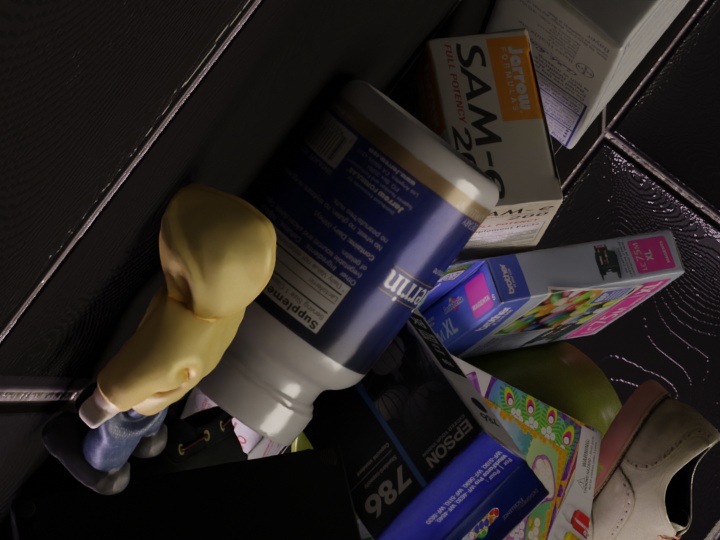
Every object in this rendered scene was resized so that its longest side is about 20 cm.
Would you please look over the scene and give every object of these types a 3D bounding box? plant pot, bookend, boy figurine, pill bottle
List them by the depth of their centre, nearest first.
[{"bbox_3d":[-0.104,0.037,1.233,0.124,0.064,0.200,-45,170,-46],"label":"boy figurine"},{"bbox_3d":[-0.019,-0.003,1.391,0.200,0.116,0.116,-52,174,6],"label":"pill bottle"},{"bbox_3d":[-0.112,0.197,1.445,0.199,0.092,0.199,-9,158,-13],"label":"bookend"},{"bbox_3d":[0.087,0.142,1.702,0.192,0.201,0.201,-23,158,-34],"label":"plant pot"}]

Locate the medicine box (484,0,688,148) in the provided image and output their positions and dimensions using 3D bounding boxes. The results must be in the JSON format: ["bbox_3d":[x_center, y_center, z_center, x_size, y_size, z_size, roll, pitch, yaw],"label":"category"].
[{"bbox_3d":[0.185,-0.216,1.728,0.182,0.103,0.200,-50,174,-17],"label":"medicine box"}]

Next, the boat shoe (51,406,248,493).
[{"bbox_3d":[-0.139,0.126,1.510,0.073,0.063,0.201,-17,177,26],"label":"boat shoe"}]

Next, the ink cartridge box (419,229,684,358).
[{"bbox_3d":[0.115,0.021,1.643,0.199,0.042,0.119,-6,160,-34],"label":"ink cartridge box"}]

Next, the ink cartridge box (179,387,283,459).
[{"bbox_3d":[-0.074,0.091,1.722,0.200,0.068,0.115,-48,171,-36],"label":"ink cartridge box"}]

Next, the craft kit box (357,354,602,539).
[{"bbox_3d":[0.070,0.168,1.531,0.048,0.197,0.201,-12,-119,46],"label":"craft kit box"}]

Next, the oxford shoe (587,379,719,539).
[{"bbox_3d":[0.186,0.178,1.640,0.071,0.074,0.201,-23,140,-55],"label":"oxford shoe"}]

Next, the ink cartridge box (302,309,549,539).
[{"bbox_3d":[0.023,0.093,1.423,0.099,0.200,0.039,-47,144,13],"label":"ink cartridge box"}]

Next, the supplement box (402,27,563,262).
[{"bbox_3d":[0.074,-0.065,1.618,0.073,0.127,0.200,-7,161,-11],"label":"supplement box"}]
